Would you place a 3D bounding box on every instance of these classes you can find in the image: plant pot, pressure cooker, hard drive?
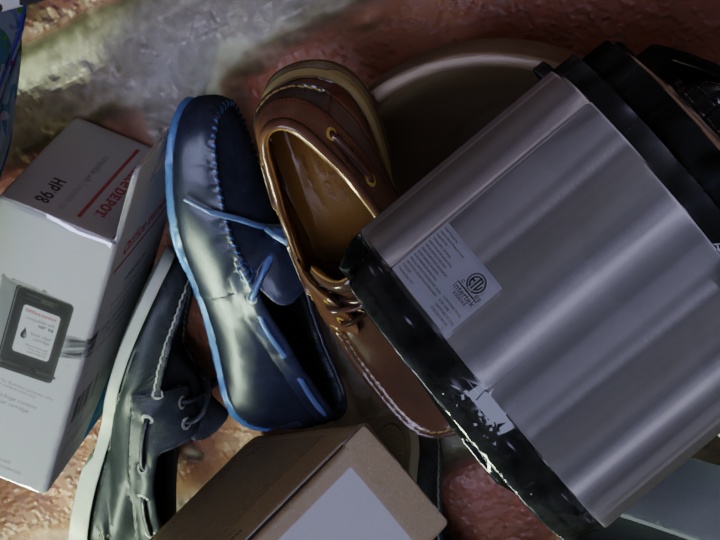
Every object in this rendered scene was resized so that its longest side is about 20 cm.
[{"bbox_3d":[0.080,-0.029,1.298,0.201,0.093,0.201,6,115,12],"label":"plant pot"},{"bbox_3d":[0.115,-0.001,1.139,0.200,0.179,0.176,-41,95,2],"label":"pressure cooker"},{"bbox_3d":[0.169,0.149,1.310,0.042,0.200,0.135,-43,112,-18],"label":"hard drive"}]

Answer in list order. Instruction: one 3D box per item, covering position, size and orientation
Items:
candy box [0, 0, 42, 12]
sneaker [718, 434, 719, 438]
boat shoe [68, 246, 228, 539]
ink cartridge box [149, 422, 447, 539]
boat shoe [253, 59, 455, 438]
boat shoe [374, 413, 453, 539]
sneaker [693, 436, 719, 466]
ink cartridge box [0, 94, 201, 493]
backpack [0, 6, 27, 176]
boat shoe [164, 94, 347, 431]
[{"bbox_3d":[-0.134,-0.222,1.220,0.200,0.072,0.168,-18,114,-16],"label":"candy box"},{"bbox_3d":[0.232,0.104,1.244,0.200,0.089,0.075,38,101,-17],"label":"sneaker"},{"bbox_3d":[-0.106,0.078,1.407,0.066,0.075,0.200,20,118,2],"label":"boat shoe"},{"bbox_3d":[-0.071,0.173,1.341,0.075,0.200,0.165,50,160,-11],"label":"ink cartridge box"},{"bbox_3d":[0.000,0.000,1.242,0.072,0.068,0.200,-19,108,22],"label":"boat shoe"},{"bbox_3d":[0.032,0.170,1.430,0.068,0.072,0.200,-7,110,-22],"label":"boat shoe"},{"bbox_3d":[0.242,0.132,1.346,0.200,0.076,0.081,13,124,9],"label":"sneaker"},{"bbox_3d":[-0.153,0.000,1.359,0.067,0.116,0.200,21,117,5],"label":"ink cartridge box"},{"bbox_3d":[-0.240,-0.087,1.293,0.163,0.200,0.154,20,125,-2],"label":"backpack"},{"bbox_3d":[-0.047,-0.006,1.356,0.069,0.084,0.200,3,131,25],"label":"boat shoe"}]
